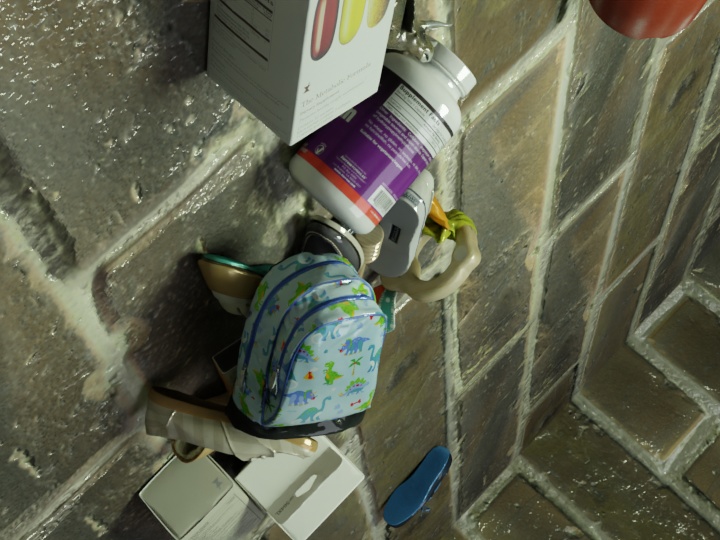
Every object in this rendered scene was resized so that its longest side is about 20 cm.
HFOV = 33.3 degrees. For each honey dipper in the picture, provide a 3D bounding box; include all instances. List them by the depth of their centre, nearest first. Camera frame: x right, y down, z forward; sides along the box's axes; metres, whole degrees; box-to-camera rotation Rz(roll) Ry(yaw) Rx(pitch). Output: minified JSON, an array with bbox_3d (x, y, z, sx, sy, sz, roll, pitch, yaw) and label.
[{"bbox_3d":[0.000,0.000,1.523,0.038,0.038,0.200,-40,164,-22],"label":"honey dipper"}]

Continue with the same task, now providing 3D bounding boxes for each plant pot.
[{"bbox_3d":[0.353,-0.381,1.403,0.201,0.201,0.195,-44,166,-12],"label":"plant pot"}]

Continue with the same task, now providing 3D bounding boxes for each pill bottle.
[{"bbox_3d":[0.026,-0.143,1.241,0.200,0.112,0.112,-49,159,-1],"label":"pill bottle"}]

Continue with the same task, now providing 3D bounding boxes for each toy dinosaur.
[{"bbox_3d":[0.014,-0.251,1.116,0.103,0.077,0.200,-57,156,-13],"label":"toy dinosaur"}]

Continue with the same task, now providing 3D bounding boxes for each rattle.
[{"bbox_3d":[0.048,-0.013,1.577,0.199,0.131,0.142,-29,156,25],"label":"rattle"}]

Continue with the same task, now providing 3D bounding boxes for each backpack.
[{"bbox_3d":[-0.049,0.079,1.256,0.162,0.154,0.202,-3,111,-27],"label":"backpack"}]

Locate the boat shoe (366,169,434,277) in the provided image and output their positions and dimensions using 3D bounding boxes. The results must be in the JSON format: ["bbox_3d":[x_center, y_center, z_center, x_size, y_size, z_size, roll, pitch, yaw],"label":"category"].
[{"bbox_3d":[0.050,-0.061,1.484,0.070,0.071,0.200,-55,171,-27],"label":"boat shoe"}]

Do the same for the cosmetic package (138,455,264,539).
[{"bbox_3d":[-0.206,0.310,1.589,0.103,0.087,0.200,-43,159,-12],"label":"cosmetic package"}]

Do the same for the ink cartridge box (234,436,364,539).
[{"bbox_3d":[-0.086,0.281,1.647,0.129,0.125,0.200,-45,178,-10],"label":"ink cartridge box"}]

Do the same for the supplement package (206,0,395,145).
[{"bbox_3d":[-0.045,-0.223,0.963,0.114,0.109,0.201,-36,156,-31],"label":"supplement package"}]

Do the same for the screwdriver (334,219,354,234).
[{"bbox_3d":[0.029,-0.100,1.447,0.200,0.028,0.029,-44,129,-20],"label":"screwdriver"}]

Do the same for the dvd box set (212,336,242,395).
[{"bbox_3d":[-0.087,0.113,1.401,0.146,0.029,0.200,-34,152,-11],"label":"dvd box set"}]

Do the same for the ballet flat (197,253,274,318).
[{"bbox_3d":[-0.115,0.022,1.291,0.200,0.068,0.064,10,96,-66],"label":"ballet flat"}]

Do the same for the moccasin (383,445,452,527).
[{"bbox_3d":[0.132,0.467,2.540,0.200,0.080,0.068,-46,147,-6],"label":"moccasin"}]

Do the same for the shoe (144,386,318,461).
[{"bbox_3d":[-0.146,0.181,1.342,0.070,0.198,0.054,38,68,-87],"label":"shoe"}]

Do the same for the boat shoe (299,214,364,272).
[{"bbox_3d":[-0.042,0.004,1.403,0.063,0.072,0.200,-57,168,-22],"label":"boat shoe"}]

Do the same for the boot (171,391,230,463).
[{"bbox_3d":[-0.126,0.153,1.512,0.199,0.066,0.176,-15,140,-54],"label":"boot"}]
